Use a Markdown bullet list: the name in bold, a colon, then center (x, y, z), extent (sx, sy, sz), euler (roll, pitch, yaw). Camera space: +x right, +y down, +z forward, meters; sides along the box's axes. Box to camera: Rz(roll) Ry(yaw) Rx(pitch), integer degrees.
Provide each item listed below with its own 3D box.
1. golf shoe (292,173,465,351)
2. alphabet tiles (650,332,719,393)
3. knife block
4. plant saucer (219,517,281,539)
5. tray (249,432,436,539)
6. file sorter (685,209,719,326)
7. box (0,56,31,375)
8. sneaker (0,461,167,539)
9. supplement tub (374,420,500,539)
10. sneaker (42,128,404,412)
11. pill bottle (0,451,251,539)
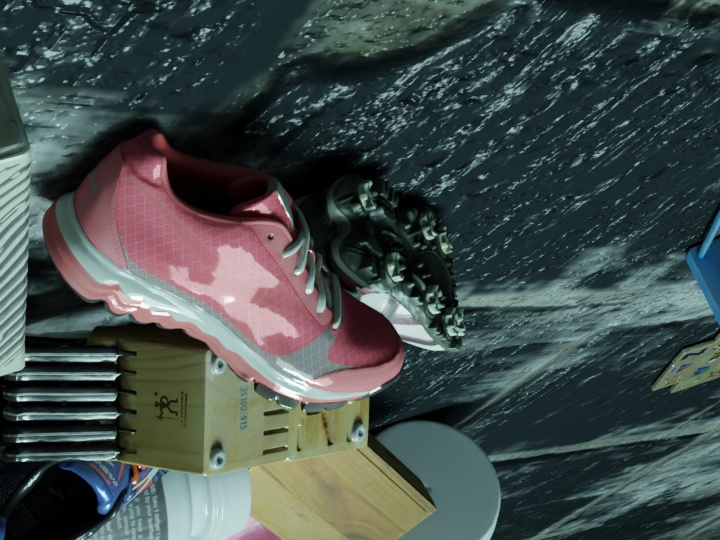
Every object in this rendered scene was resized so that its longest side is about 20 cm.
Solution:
- **golf shoe**: center (0.000, 0.000, 0.898), extent (0.087, 0.078, 0.200), euler (-13, 157, 21)
- **alphabet tiles**: center (0.381, 0.068, 1.525), extent (0.198, 0.006, 0.167), euler (-17, 158, -15)
- **knife block**: center (-0.114, 0.063, 0.850), extent (0.174, 0.065, 0.199), euler (5, -175, 37)
- **plant saucer**: center (-0.117, 0.200, 1.279), extent (0.199, 0.051, 0.201), euler (-19, 159, -7)
- **tray**: center (-0.027, 0.160, 1.180), extent (0.098, 0.037, 0.200), euler (-37, 141, 5)
- **file sorter**: center (0.344, 0.028, 1.116), extent (0.138, 0.201, 0.123), euler (-18, 157, -10)
- **box**: center (-0.174, -0.023, 0.629), extent (0.068, 0.083, 0.200), euler (-16, 160, -19)
- **sneaker**: center (-0.143, 0.108, 0.902), extent (0.200, 0.075, 0.078), euler (-45, -167, -12)
- **supplement tub**: center (0.040, 0.231, 1.374), extent (0.131, 0.133, 0.201), euler (-14, 151, -20)
- **sneaker**: center (-0.047, 0.000, 0.753), extent (0.199, 0.074, 0.087), euler (26, 122, -28)
- **pill bottle**: center (-0.175, 0.149, 1.006), extent (0.198, 0.111, 0.111), euler (-10, 156, -29)
